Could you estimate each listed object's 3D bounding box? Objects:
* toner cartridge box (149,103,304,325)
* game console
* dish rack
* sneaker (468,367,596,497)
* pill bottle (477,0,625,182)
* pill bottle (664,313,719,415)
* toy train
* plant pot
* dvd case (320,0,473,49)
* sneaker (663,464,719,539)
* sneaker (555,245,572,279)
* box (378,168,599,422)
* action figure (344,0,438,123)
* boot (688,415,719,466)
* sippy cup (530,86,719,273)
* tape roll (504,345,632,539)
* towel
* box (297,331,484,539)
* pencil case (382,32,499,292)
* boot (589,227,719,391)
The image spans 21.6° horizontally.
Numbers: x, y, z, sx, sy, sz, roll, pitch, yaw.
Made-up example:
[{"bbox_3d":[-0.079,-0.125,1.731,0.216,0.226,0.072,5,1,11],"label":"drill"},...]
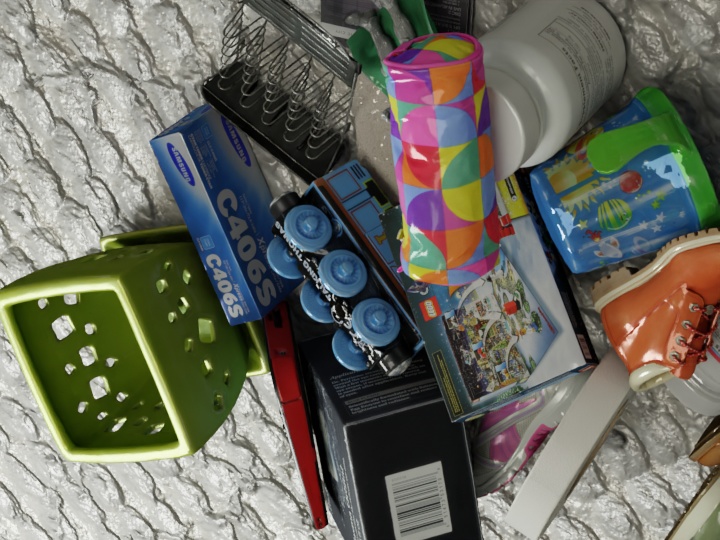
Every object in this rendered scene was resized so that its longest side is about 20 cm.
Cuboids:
[{"bbox_3d":[-0.128,-0.057,1.851,0.043,0.095,0.201,-13,108,33],"label":"toner cartridge box"},{"bbox_3d":[-0.066,0.136,1.867,0.031,0.200,0.178,-10,113,-2],"label":"game console"},{"bbox_3d":[-0.070,-0.175,1.733,0.153,0.055,0.200,38,157,9],"label":"dish rack"},{"bbox_3d":[0.142,0.136,1.811,0.088,0.081,0.200,41,120,6],"label":"sneaker"},{"bbox_3d":[0.136,-0.151,1.577,0.114,0.200,0.115,14,122,24],"label":"pill bottle"},{"bbox_3d":[0.343,0.034,1.613,0.109,0.109,0.200,42,129,4],"label":"pill bottle"},{"bbox_3d":[0.000,0.000,1.739,0.201,0.114,0.087,54,149,10],"label":"toy train"},{"bbox_3d":[-0.216,0.062,1.903,0.198,0.181,0.201,-6,113,41],"label":"plant pot"},{"bbox_3d":[0.034,-0.284,1.684,0.148,0.016,0.201,15,121,22],"label":"dvd case"},{"bbox_3d":[0.326,0.276,1.777,0.090,0.067,0.201,33,129,9],"label":"sneaker"},{"bbox_3d":[0.137,0.007,1.739,0.074,0.106,0.201,27,94,-12],"label":"sneaker"},{"bbox_3d":[0.111,0.015,1.661,0.136,0.038,0.201,-25,76,24],"label":"box"},{"bbox_3d":[0.053,-0.152,1.656,0.118,0.054,0.201,-45,65,46],"label":"action figure"},{"bbox_3d":[0.404,0.160,1.677,0.155,0.077,0.200,47,121,-5],"label":"boot"},{"bbox_3d":[0.216,-0.066,1.586,0.130,0.140,0.179,-25,124,0],"label":"sippy cup"},{"bbox_3d":[0.198,0.151,1.703,0.037,0.203,0.204,33,127,11],"label":"tape roll"},{"bbox_3d":[0.052,-0.094,1.748,0.132,0.034,0.202,10,118,39],"label":"towel"},{"bbox_3d":[0.029,0.178,1.805,0.116,0.200,0.198,-14,113,-9],"label":"box"},{"bbox_3d":[0.061,-0.083,1.479,0.088,0.088,0.202,9,118,26],"label":"pencil case"},{"bbox_3d":[0.277,0.030,1.561,0.200,0.075,0.108,-38,60,52],"label":"boot"}]
